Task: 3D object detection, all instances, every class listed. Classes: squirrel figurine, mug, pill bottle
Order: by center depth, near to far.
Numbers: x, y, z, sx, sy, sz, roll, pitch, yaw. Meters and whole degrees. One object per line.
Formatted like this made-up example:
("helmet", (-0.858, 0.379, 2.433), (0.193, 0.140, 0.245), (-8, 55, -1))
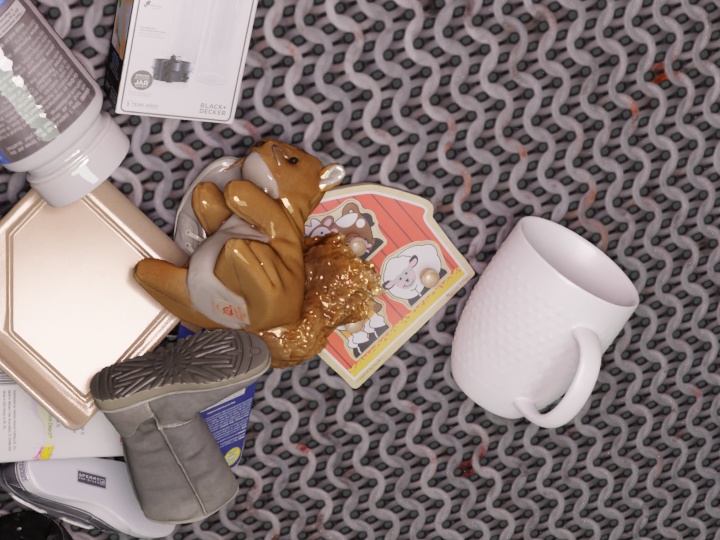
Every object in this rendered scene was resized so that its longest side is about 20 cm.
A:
("pill bottle", (-0.299, -0.160, 1.435), (0.114, 0.114, 0.200), (-35, 116, 4))
("squirrel figurine", (-0.075, -0.019, 1.530), (0.141, 0.187, 0.200), (-21, 123, 45))
("mug", (0.182, 0.072, 1.651), (0.147, 0.200, 0.176), (20, 116, -29))

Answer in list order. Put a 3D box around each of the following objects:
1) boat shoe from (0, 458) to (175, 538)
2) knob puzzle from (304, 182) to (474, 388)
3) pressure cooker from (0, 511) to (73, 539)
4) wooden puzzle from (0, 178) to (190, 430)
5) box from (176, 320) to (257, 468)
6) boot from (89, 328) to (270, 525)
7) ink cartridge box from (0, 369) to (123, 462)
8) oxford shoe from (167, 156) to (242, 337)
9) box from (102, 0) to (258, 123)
("boat shoe", (-0.280, 0.233, 1.680), (0.068, 0.072, 0.200), (-25, 144, 38))
("knob puzzle", (0.000, 0.000, 1.642), (0.219, 0.030, 0.220), (-7, 112, -18))
("pressure cooker", (-0.343, 0.371, 1.667), (0.178, 0.176, 0.200), (-20, 121, -7))
("wooden puzzle", (-0.268, 0.019, 1.522), (0.185, 0.037, 0.200), (43, 72, -7))
("box", (-0.149, 0.122, 1.639), (0.121, 0.032, 0.201), (-20, 129, -53))
("boot", (-0.148, 0.153, 1.530), (0.181, 0.073, 0.200), (-12, 130, 9))
("ink cartridge box", (-0.309, 0.104, 1.590), (0.199, 0.084, 0.145), (-2, 116, -15))
("oxford shoe", (-0.155, -0.016, 1.590), (0.075, 0.058, 0.200), (22, 107, -22))
("box", (-0.156, -0.239, 1.468), (0.116, 0.060, 0.201), (2, 116, -22))
